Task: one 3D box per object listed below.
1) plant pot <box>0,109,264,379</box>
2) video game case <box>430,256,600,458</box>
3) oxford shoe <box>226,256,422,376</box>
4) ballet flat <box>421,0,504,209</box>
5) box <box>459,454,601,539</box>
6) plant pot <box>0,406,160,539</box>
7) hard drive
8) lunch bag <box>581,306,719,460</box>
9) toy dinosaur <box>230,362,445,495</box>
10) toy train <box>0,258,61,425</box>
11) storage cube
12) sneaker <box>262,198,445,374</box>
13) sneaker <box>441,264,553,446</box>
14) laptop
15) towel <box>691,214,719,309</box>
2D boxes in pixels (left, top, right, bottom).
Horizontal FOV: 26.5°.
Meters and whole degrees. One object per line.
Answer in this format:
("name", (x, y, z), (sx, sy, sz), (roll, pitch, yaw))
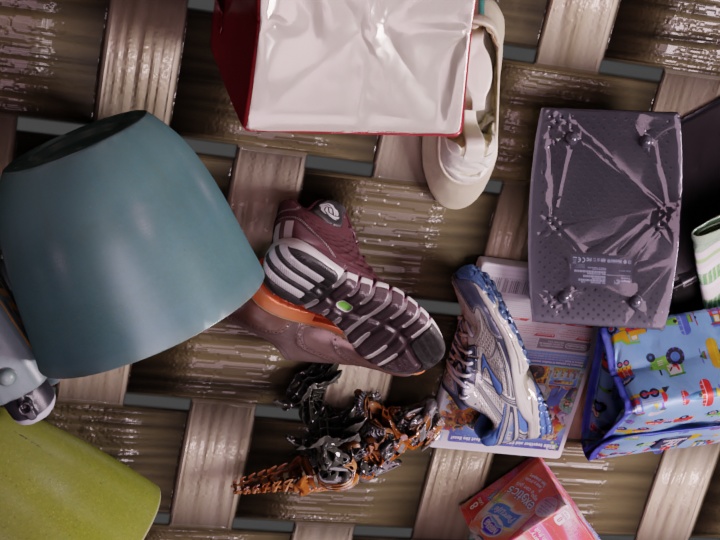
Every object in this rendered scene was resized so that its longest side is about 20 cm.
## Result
("plant pot", (-0.197, -0.032, 1.227), (0.200, 0.201, 0.162), (-22, 107, -3))
("video game case", (0.153, 0.087, 1.471), (0.142, 0.018, 0.201), (7, 114, -18))
("oxford shoe", (-0.029, 0.053, 1.391), (0.199, 0.072, 0.073), (27, 131, -24))
("ballet flat", (0.092, -0.135, 1.316), (0.069, 0.070, 0.201), (-5, 117, -12))
("box", (0.198, 0.298, 1.545), (0.102, 0.095, 0.200), (-35, 119, 5))
("plant pot", (-0.309, 0.197, 1.334), (0.187, 0.187, 0.200), (-43, 105, 9))
("hard drive", (0.219, -0.049, 1.375), (0.134, 0.042, 0.201), (3, 109, 9))
("lunch bag", (0.296, 0.125, 1.470), (0.150, 0.095, 0.200), (-9, 151, -6))
("toy dinosaur", (-0.019, 0.166, 1.430), (0.200, 0.102, 0.136), (-38, 139, -18))
("toy train", (-0.315, 0.038, 1.272), (0.085, 0.114, 0.201), (-25, 119, 0))
("storage cube", (-0.012, -0.215, 1.184), (0.199, 0.180, 0.172), (1, 116, -14))
("sneaker", (0.000, 0.000, 1.337), (0.075, 0.116, 0.200), (-32, 128, 28))
("sneaker", (0.113, 0.088, 1.410), (0.085, 0.077, 0.201), (-22, 119, 2))
("laptop", (0.351, -0.055, 1.455), (0.186, 0.116, 0.200), (-27, 148, 1))
("towel", (0.379, -0.017, 1.398), (0.152, 0.023, 0.200), (-27, 148, 1))
